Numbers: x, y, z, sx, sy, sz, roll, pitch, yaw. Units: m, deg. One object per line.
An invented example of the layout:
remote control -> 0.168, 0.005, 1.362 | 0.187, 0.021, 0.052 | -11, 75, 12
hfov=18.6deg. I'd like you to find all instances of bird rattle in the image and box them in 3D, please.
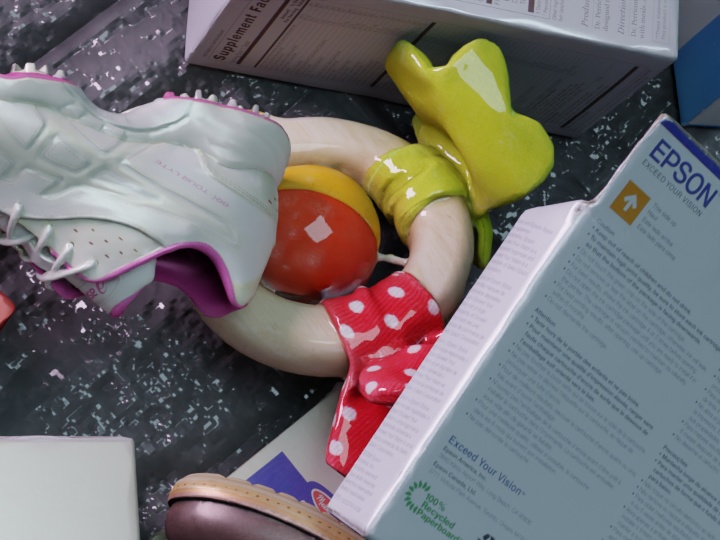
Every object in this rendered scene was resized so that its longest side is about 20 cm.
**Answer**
bird rattle -> 0.000, 0.000, 0.962 | 0.163, 0.113, 0.200 | 11, 64, 7

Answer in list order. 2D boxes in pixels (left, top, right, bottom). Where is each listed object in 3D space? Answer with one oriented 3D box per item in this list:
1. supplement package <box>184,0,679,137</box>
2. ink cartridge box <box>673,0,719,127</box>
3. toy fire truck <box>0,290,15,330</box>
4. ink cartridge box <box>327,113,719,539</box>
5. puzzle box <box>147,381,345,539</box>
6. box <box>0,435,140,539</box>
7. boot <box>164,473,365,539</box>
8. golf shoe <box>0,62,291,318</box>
supplement package -> 0.033, -0.145, 1.005 | 0.200, 0.114, 0.110 | 10, 71, -18
ink cartridge box -> 0.229, -0.182, 1.084 | 0.129, 0.125, 0.200 | 1, 73, -20
toy fire truck -> -0.221, 0.008, 0.895 | 0.141, 0.049, 0.200 | 42, 64, -2
ink cartridge box -> 0.113, 0.066, 0.893 | 0.200, 0.041, 0.200 | 39, 84, -32
puzzle box -> 0.009, 0.160, 0.944 | 0.133, 0.025, 0.200 | -37, 88, -26
box -> -0.128, 0.169, 0.866 | 0.082, 0.068, 0.200 | 2, 71, -20
boot -> -0.027, 0.193, 0.863 | 0.200, 0.072, 0.166 | 39, 62, -9
golf shoe -> -0.122, -0.031, 0.882 | 0.200, 0.075, 0.092 | 7, 76, -21
